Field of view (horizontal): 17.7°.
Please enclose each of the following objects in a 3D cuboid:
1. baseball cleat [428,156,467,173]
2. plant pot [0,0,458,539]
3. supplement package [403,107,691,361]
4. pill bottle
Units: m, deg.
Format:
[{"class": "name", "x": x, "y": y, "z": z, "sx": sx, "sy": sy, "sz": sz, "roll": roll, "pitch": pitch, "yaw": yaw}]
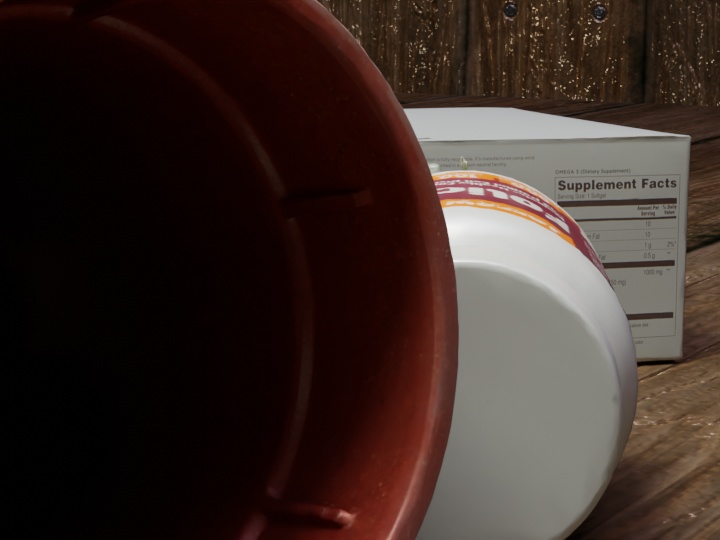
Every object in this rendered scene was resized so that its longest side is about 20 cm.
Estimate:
[{"class": "baseball cleat", "x": 0.000, "y": 0.000, "z": 1.013, "sx": 0.070, "sy": 0.107, "sz": 0.200, "roll": -7, "pitch": 10, "yaw": -23}, {"class": "plant pot", "x": -0.111, "y": 0.017, "z": 0.645, "sx": 0.201, "sy": 0.201, "sz": 0.195, "roll": -6, "pitch": 3, "yaw": -42}, {"class": "supplement package", "x": 0.050, "y": -0.021, "z": 1.163, "sx": 0.156, "sy": 0.111, "sz": 0.200, "roll": -3, "pitch": 9, "yaw": -22}, {"class": "pill bottle", "x": 0.034, "y": 0.030, "z": 0.774, "sx": 0.114, "sy": 0.114, "sz": 0.200, "roll": 1, "pitch": 8, "yaw": 2}]
